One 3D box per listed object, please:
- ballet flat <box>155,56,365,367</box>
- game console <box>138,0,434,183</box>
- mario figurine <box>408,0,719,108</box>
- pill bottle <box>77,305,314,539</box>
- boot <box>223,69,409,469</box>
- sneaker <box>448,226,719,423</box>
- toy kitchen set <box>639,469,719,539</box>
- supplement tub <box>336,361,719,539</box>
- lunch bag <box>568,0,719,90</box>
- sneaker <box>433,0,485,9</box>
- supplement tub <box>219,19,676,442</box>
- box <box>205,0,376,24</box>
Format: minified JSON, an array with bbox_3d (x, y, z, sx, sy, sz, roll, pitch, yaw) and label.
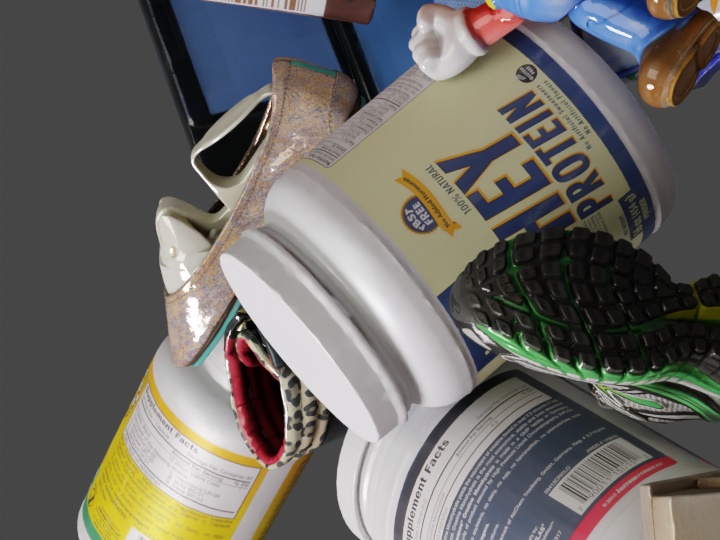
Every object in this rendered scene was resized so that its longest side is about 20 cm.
[{"bbox_3d":[-0.073,-0.037,1.427,0.200,0.067,0.068,-57,18,19],"label":"ballet flat"},{"bbox_3d":[-0.032,-0.171,1.465,0.118,0.170,0.201,115,137,-65],"label":"game console"},{"bbox_3d":[0.064,-0.137,1.189,0.199,0.106,0.124,25,105,29],"label":"mario figurine"},{"bbox_3d":[-0.087,0.100,1.547,0.113,0.112,0.200,52,129,32],"label":"pill bottle"},{"bbox_3d":[0.001,0.001,1.389,0.073,0.153,0.205,18,118,50],"label":"boot"},{"bbox_3d":[0.125,0.040,1.240,0.085,0.199,0.078,-42,42,44],"label":"sneaker"},{"bbox_3d":[0.244,0.110,1.136,0.180,0.163,0.201,-5,90,48],"label":"toy kitchen set"},{"bbox_3d":[0.096,0.131,1.322,0.200,0.140,0.141,30,115,43],"label":"supplement tub"},{"bbox_3d":[0.176,-0.179,1.257,0.200,0.075,0.161,-27,76,45],"label":"lunch bag"},{"bbox_3d":[0.056,-0.204,1.367,0.078,0.089,0.201,4,97,33],"label":"sneaker"},{"bbox_3d":[0.043,-0.024,1.292,0.145,0.200,0.145,47,169,13],"label":"supplement tub"},{"bbox_3d":[-0.055,-0.261,1.356,0.164,0.165,0.201,104,172,-69],"label":"box"}]
